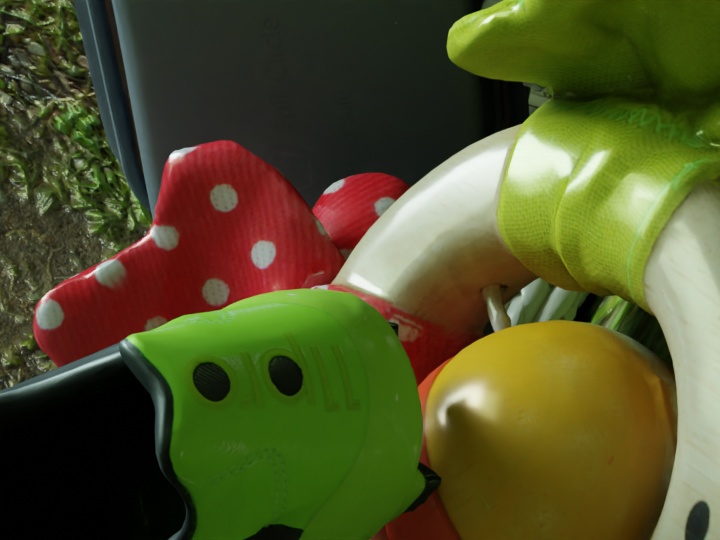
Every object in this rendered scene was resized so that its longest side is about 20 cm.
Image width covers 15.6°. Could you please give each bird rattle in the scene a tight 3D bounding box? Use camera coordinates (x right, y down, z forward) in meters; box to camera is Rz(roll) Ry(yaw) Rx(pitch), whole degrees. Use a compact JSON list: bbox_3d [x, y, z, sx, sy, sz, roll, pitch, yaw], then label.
[{"bbox_3d":[0.022,0.022,0.512,0.200,0.113,0.164,-30,53,26],"label":"bird rattle"}]

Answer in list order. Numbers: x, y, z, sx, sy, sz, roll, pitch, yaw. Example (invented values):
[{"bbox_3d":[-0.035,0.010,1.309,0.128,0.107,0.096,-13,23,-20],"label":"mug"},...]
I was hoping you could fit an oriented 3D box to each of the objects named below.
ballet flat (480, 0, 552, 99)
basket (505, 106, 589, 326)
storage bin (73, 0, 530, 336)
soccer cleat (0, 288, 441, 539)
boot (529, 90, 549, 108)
[{"bbox_3d":[0.099,-0.063,0.644,0.200,0.064,0.076,-19,-22,-51],"label":"ballet flat"},{"bbox_3d":[0.000,0.000,0.867,0.200,0.123,0.136,-58,6,-29],"label":"basket"},{"bbox_3d":[-0.005,-0.062,0.667,0.135,0.145,0.201,-97,0,-51],"label":"storage bin"},{"bbox_3d":[-0.072,0.058,0.504,0.081,0.068,0.200,3,-30,-46],"label":"soccer cleat"},{"bbox_3d":[0.036,-0.129,0.755,0.073,0.199,0.156,-54,-19,-23],"label":"boot"}]
